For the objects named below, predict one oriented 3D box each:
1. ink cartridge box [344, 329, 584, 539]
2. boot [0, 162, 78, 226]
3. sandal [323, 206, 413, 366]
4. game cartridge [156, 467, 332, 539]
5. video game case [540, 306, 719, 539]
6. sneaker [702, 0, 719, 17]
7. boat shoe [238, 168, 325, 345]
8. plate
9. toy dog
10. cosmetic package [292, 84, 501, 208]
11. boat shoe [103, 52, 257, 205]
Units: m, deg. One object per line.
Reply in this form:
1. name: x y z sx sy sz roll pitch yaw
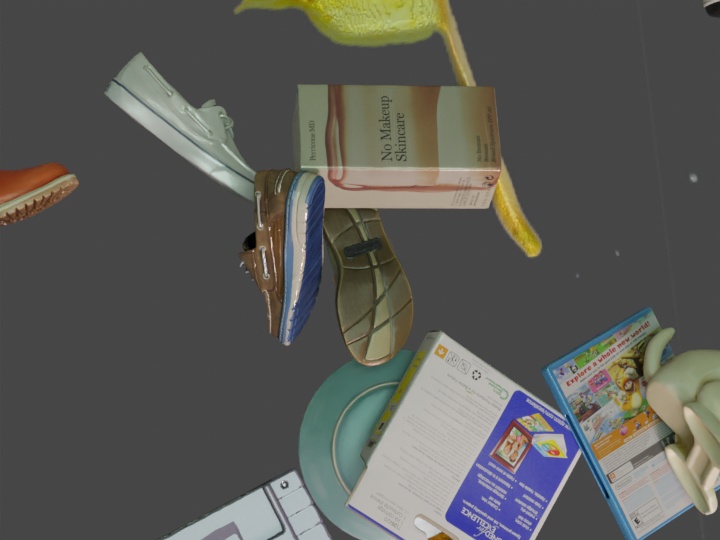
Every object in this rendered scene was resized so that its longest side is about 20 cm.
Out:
1. ink cartridge box: 0.104 0.196 1.707 0.197 0.047 0.200 34 79 -15
2. boot: -0.382 -0.089 1.675 0.199 0.075 0.108 -16 85 -5
3. sandal: 0.000 0.000 1.726 0.080 0.054 0.201 -13 75 -12
4. game cartridge: -0.124 0.300 1.711 0.199 0.038 0.130 -28 87 -6
5. video game case: 0.285 0.157 1.746 0.143 0.018 0.201 -28 92 -23
6. sneaker: 0.456 -0.243 1.766 0.199 0.073 0.112 -3 87 -8
7. boat shoe: -0.079 -0.018 1.678 0.072 0.072 0.201 18 125 14
8. plate: 0.037 0.180 1.735 0.199 0.026 0.201 0 88 -7
9. toy dog: 0.400 0.127 1.722 0.199 0.140 0.194 -22 52 -16
10. cosmetic package: 0.034 -0.123 1.697 0.199 0.087 0.104 -1 65 -6
11. boat shoe: -0.160 -0.141 1.698 0.200 0.074 0.065 37 89 -5
